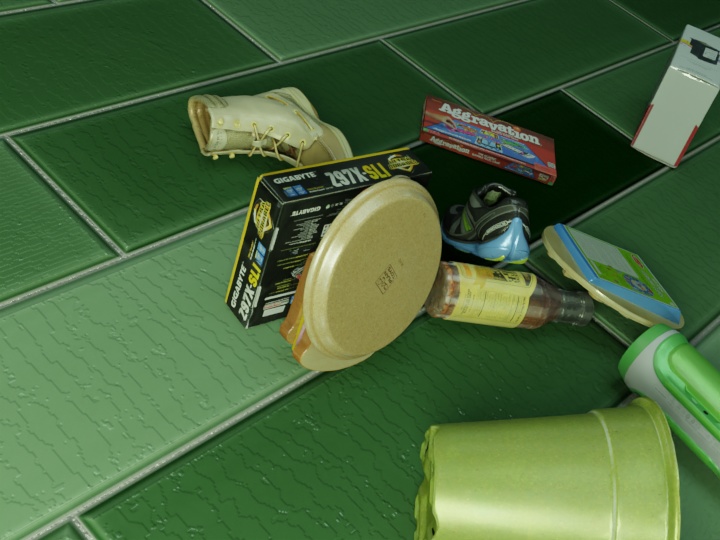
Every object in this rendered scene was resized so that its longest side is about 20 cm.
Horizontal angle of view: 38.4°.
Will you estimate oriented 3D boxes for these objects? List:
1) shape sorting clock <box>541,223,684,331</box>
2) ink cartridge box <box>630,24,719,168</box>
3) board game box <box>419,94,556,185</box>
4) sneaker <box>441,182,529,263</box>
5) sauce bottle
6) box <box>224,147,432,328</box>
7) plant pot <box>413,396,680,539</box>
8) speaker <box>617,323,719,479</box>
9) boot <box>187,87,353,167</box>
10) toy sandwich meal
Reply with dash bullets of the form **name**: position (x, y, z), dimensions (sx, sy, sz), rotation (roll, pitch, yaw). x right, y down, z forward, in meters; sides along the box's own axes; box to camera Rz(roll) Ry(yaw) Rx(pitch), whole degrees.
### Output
- **shape sorting clock**: position (0.301, 0.010, 1.240), dimensions (0.197, 0.040, 0.201), rotation (23, 23, -10)
- **ink cartridge box**: position (0.504, -0.276, 1.621), dimensions (0.082, 0.147, 0.200), rotation (25, 37, 9)
- **board game box**: position (0.180, -0.185, 1.455), dimensions (0.197, 0.020, 0.104), rotation (18, 37, -6)
- **sneaker**: position (0.148, -0.057, 1.179), dimensions (0.070, 0.084, 0.199), rotation (10, 4, -13)
- **sauce bottle**: position (0.168, 0.032, 1.154), dimensions (0.197, 0.067, 0.067), rotation (8, 39, -24)
- **box**: position (-0.032, -0.035, 1.055), dimensions (0.198, 0.161, 0.049), rotation (-16, 51, -38)
- **plant pot**: position (0.143, 0.200, 0.863), dimensions (0.186, 0.202, 0.202), rotation (5, 39, -3)
- **speaker**: position (0.367, 0.151, 1.095), dimensions (0.087, 0.089, 0.200), rotation (-14, 51, -38)
- **boot**: position (-0.107, -0.151, 1.225), dimensions (0.153, 0.074, 0.201), rotation (-7, 45, -34)
- **toy sandwich meal**: position (0.000, 0.000, 1.003), dimensions (0.203, 0.208, 0.070), rotation (-20, 37, -41)
